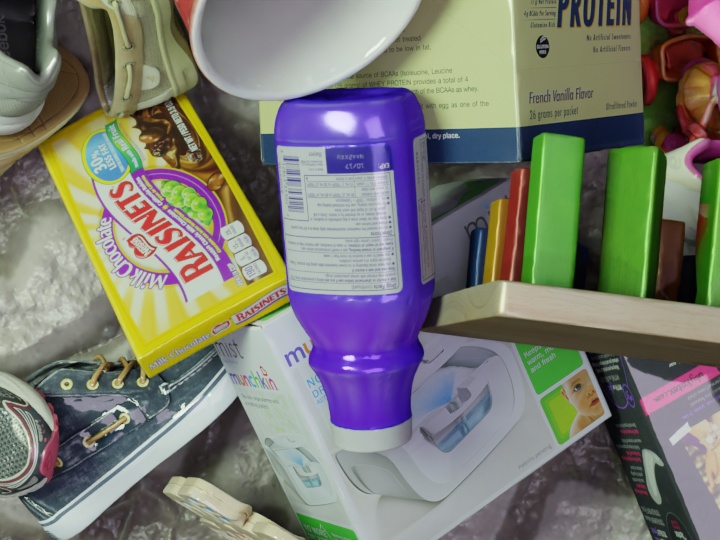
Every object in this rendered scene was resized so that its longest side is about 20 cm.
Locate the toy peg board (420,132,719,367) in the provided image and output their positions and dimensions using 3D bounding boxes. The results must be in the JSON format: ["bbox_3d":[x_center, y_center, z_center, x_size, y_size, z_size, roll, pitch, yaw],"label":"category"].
[{"bbox_3d":[0.151,-0.006,0.837,0.199,0.199,0.098,8,85,-8],"label":"toy peg board"}]

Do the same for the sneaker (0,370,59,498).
[{"bbox_3d":[-0.279,0.093,0.931,0.199,0.075,0.081,14,95,12],"label":"sneaker"}]

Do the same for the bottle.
[{"bbox_3d":[0.000,0.000,0.849,0.083,0.065,0.201,1,105,25],"label":"bottle"}]

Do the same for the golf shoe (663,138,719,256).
[{"bbox_3d":[0.259,-0.033,0.920,0.199,0.092,0.076,7,67,-12],"label":"golf shoe"}]

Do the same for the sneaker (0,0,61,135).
[{"bbox_3d":[-0.215,-0.187,0.899,0.075,0.092,0.201,-15,87,-36],"label":"sneaker"}]

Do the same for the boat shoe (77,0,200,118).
[{"bbox_3d":[-0.148,-0.158,0.885,0.063,0.201,0.073,-31,66,-7],"label":"boat shoe"}]

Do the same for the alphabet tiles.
[{"bbox_3d":[-0.031,0.185,0.956,0.200,0.196,0.015,34,75,-11],"label":"alphabet tiles"}]

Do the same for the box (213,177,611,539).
[{"bbox_3d":[0.031,0.062,0.969,0.199,0.097,0.177,-30,104,-25],"label":"box"}]

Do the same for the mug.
[{"bbox_3d":[-0.070,-0.217,0.796,0.133,0.178,0.200,-31,58,4],"label":"mug"}]

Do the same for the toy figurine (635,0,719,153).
[{"bbox_3d":[0.226,-0.130,0.962,0.149,0.184,0.201,-7,98,-8],"label":"toy figurine"}]

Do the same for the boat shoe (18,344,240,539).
[{"bbox_3d":[-0.152,0.079,0.981,0.200,0.071,0.091,-42,105,0],"label":"boat shoe"}]

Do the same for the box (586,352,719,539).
[{"bbox_3d":[0.228,0.101,1.002,0.106,0.122,0.201,-21,87,-6],"label":"box"}]

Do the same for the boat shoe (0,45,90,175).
[{"bbox_3d":[-0.260,-0.076,0.948,0.200,0.069,0.074,-33,82,-26],"label":"boat shoe"}]

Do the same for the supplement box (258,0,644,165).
[{"bbox_3d":[0.049,-0.168,0.905,0.134,0.199,0.201,-12,101,-48],"label":"supplement box"}]

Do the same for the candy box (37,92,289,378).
[{"bbox_3d":[-0.122,-0.033,0.929,0.102,0.200,0.026,-30,142,-3],"label":"candy box"}]
